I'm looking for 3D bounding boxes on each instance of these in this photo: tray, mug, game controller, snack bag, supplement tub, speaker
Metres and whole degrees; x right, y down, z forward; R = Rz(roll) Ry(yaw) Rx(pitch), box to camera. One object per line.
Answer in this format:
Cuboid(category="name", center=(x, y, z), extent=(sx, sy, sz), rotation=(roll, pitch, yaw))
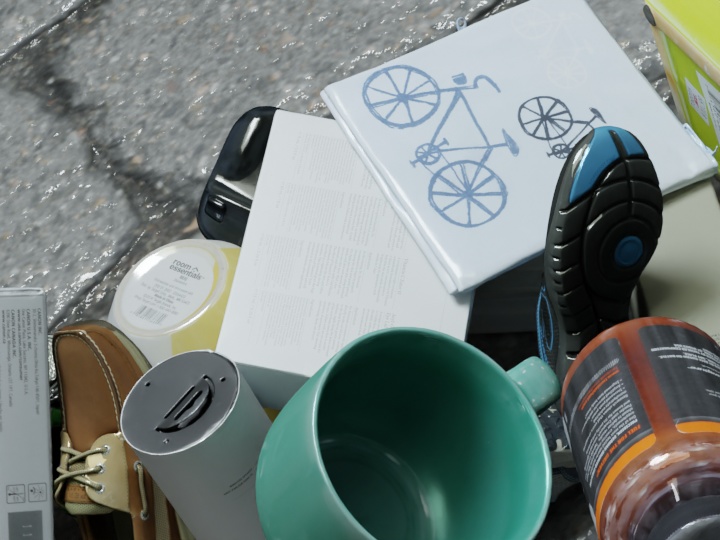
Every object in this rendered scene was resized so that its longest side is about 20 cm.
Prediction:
Cuboid(category="tray", center=(0.139, -0.007, 1.614), extent=(0.198, 0.022, 0.108), rotation=(-4, 48, 27))
Cuboid(category="mug", center=(-0.079, 0.054, 1.585), extent=(0.185, 0.154, 0.150), rotation=(-19, 43, 12))
Cuboid(category="game controller", center=(-0.010, -0.035, 1.591), extent=(0.199, 0.042, 0.105), rotation=(24, 79, 11))
Cuboid(category="mug", center=(0.030, 0.125, 1.355), extent=(0.114, 0.184, 0.153), rotation=(-46, 45, 50))
Cuboid(category="snack bag", center=(0.101, -0.090, 1.520), extent=(0.199, 0.021, 0.189), rotation=(-25, 57, -15))
Cuboid(category="supplement tub", center=(0.173, 0.113, 1.289), extent=(0.106, 0.107, 0.200), rotation=(-24, 24, 7))
Cuboid(category="speaker", center=(-0.072, 0.140, 1.462), extent=(0.081, 0.201, 0.082), rotation=(-15, 44, 15))

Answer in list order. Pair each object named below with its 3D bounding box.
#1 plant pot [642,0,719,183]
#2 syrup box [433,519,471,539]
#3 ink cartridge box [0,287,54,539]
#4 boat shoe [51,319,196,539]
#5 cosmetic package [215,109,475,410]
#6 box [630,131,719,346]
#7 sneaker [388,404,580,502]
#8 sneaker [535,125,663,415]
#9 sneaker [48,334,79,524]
Cuboid(category="plant pot", center=(0.301, -0.132, 1.495), extent=(0.181, 0.201, 0.199), rotation=(-29, 41, -5))
Cuboid(category="syrup box", center=(0.020, 0.232, 1.415), extent=(0.199, 0.079, 0.082), rotation=(-36, 43, -5))
Cuboid(category="ink cartridge box", center=(-0.236, 0.112, 1.581), extent=(0.043, 0.202, 0.173), rotation=(-2, 0, -13))
Cuboid(category="boat shoe", center=(-0.157, 0.133, 1.519), extent=(0.075, 0.202, 0.074), rotation=(-7, 15, 42))
Cuboid(category="cosmetic package", center=(0.000, 0.000, 1.500), extent=(0.149, 0.052, 0.201), rotation=(9, 55, 6))
Cuboid(category="box", center=(0.205, 0.013, 1.493), extent=(0.068, 0.082, 0.201), rotation=(-12, 51, 1))
Cuboid(category="sneaker", center=(0.070, 0.140, 1.483), extent=(0.198, 0.087, 0.078), rotation=(-13, 26, -13))
Cuboid(category="sneaker", center=(0.132, 0.002, 1.434), extent=(0.073, 0.202, 0.082), rotation=(-7, 27, -19))
Cuboid(category="sneaker", center=(-0.197, 0.105, 1.647), extent=(0.078, 0.085, 0.200), rotation=(-41, 42, 4))
